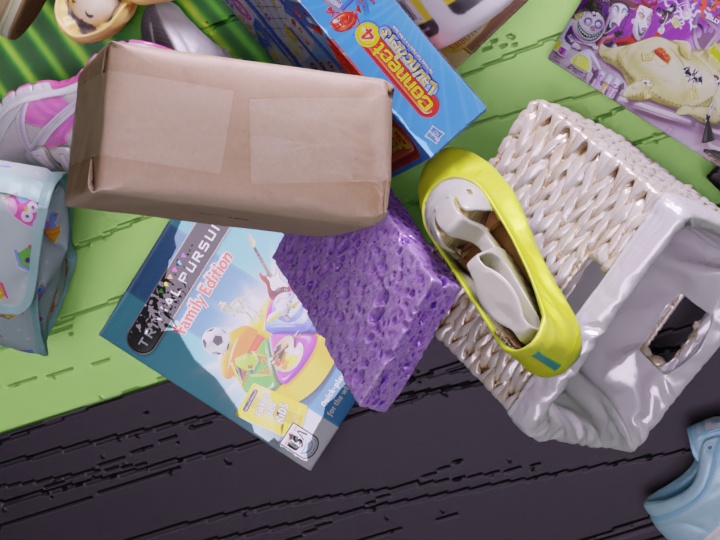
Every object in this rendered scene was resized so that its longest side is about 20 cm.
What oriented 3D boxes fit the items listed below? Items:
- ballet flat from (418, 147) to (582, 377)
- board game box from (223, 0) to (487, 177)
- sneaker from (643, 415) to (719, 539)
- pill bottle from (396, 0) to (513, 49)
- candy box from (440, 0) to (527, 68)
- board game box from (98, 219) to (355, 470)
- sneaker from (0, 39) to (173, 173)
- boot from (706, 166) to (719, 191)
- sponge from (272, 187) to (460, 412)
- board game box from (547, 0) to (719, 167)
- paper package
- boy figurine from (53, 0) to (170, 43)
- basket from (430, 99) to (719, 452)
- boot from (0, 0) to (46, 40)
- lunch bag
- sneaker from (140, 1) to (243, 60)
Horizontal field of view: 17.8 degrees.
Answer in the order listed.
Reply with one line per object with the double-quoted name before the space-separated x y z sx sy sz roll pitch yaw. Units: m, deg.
"ballet flat" 0.086 -0.013 1.578 0.067 0.067 0.200 -43 59 23
"board game box" -0.011 -0.163 1.682 0.056 0.200 0.196 -41 94 -10
"sneaker" 0.297 0.135 1.773 0.082 0.074 0.200 38 100 -5
"pill bottle" 0.029 -0.265 1.620 0.114 0.114 0.200 -35 107 10
"candy box" 0.045 -0.263 1.724 0.200 0.055 0.115 46 115 -3
"board game box" -0.081 0.039 1.805 0.200 0.047 0.151 32 101 -1
"sneaker" -0.211 -0.100 1.739 0.200 0.081 0.088 -24 63 40
"boot" 0.388 -0.055 1.732 0.200 0.066 0.165 45 109 0
"sponge" 0.000 0.000 1.671 0.030 0.200 0.112 15 116 -33
"board game box" 0.251 -0.158 1.713 0.200 0.032 0.120 34 98 21
"paper package" -0.095 -0.085 1.593 0.199 0.191 0.104 6 86 -13
"boy figurine" -0.166 -0.254 1.723 0.124 0.064 0.200 45 114 3
"basket" 0.165 0.006 1.677 0.161 0.200 0.198 41 103 27
"boot" -0.289 -0.283 1.695 0.154 0.072 0.201 16 96 1
"lunch bag" -0.306 -0.029 1.730 0.170 0.200 0.122 14 67 2
"sneaker" -0.098 -0.128 1.773 0.080 0.070 0.200 -31 81 -29
